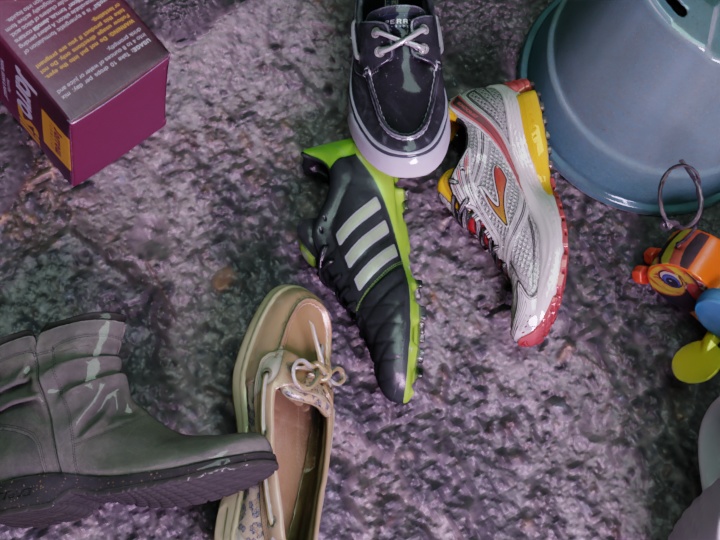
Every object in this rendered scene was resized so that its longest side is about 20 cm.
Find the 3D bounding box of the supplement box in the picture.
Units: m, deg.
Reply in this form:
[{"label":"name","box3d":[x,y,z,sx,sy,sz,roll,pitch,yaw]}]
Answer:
[{"label":"supplement box","box3d":[-0.224,-0.171,1.136,0.086,0.110,0.200,-37,79,-19]}]

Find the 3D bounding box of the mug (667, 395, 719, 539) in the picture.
[{"label":"mug","box3d":[0.259,0.172,1.054,0.148,0.175,0.200,-6,70,-12]}]

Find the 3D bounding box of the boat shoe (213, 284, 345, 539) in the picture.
[{"label":"boat shoe","box3d":[-0.042,0.105,1.075,0.073,0.063,0.200,20,70,-43]}]

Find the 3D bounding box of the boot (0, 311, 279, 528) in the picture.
[{"label":"boot","box3d":[-0.153,0.084,1.046,0.200,0.068,0.131,-9,71,14]}]

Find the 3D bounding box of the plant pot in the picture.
[{"label":"plant pot","box3d":[0.232,-0.166,1.166,0.200,0.196,0.200,3,70,-9]}]

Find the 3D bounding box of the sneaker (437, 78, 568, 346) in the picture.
[{"label":"sneaker","box3d":[0.097,-0.038,1.167,0.082,0.078,0.200,-7,63,-4]}]

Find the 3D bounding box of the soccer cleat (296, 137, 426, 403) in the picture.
[{"label":"soccer cleat","box3d":[0.000,0.000,1.140,0.081,0.068,0.200,-6,64,-2]}]

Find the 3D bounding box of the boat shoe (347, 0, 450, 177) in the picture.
[{"label":"boat shoe","box3d":[0.027,-0.156,1.167,0.072,0.068,0.200,0,53,0]}]

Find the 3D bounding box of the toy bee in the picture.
[{"label":"toy bee","box3d":[0.251,0.005,1.168,0.131,0.109,0.200,-30,102,-27]}]
